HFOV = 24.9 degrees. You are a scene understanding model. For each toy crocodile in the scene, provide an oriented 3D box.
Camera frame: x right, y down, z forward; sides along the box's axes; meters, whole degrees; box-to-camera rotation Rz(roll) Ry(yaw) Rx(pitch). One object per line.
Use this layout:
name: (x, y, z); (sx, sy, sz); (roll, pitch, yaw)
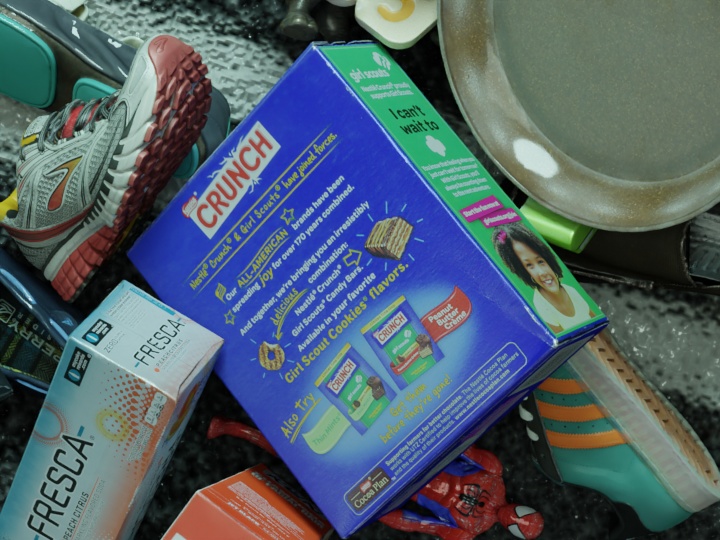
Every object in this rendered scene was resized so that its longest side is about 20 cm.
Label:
toy crocodile: (0.151, -0.085, 0.897); (0.067, 0.062, 0.200); (26, 58, 30)

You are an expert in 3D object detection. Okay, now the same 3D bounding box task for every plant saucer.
plant saucer: (0.124, -0.119, 0.802); (0.200, 0.032, 0.201); (20, 121, 36)

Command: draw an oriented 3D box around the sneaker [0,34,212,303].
sneaker: (-0.149, -0.060, 0.891); (0.082, 0.078, 0.200); (40, 134, -2)

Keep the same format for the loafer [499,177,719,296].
loafer: (0.172, -0.025, 0.918); (0.199, 0.071, 0.073); (7, 89, 5)

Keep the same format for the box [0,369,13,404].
box: (-0.299, 0.048, 0.913); (0.200, 0.046, 0.159); (-33, 87, 37)

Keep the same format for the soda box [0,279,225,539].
soda box: (-0.145, 0.106, 0.895); (0.068, 0.064, 0.200); (30, 124, 4)

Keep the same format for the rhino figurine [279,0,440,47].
rhino figurine: (0.058, -0.159, 0.934); (0.199, 0.060, 0.088); (6, 71, 2)

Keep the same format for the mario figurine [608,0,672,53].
mario figurine: (0.189, -0.188, 0.863); (0.106, 0.123, 0.200); (52, 51, -28)

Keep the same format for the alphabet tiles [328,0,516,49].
alphabet tiles: (0.044, -0.211, 0.918); (0.200, 0.015, 0.196); (40, 67, 16)

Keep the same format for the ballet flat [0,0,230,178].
ballet flat: (-0.162, -0.121, 0.951); (0.200, 0.073, 0.073); (28, 91, 6)

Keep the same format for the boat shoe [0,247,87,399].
boat shoe: (-0.228, 0.010, 0.947); (0.199, 0.069, 0.084); (24, 90, 4)

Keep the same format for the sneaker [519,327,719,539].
sneaker: (0.113, 0.072, 0.909); (0.080, 0.071, 0.200); (-37, 99, 21)

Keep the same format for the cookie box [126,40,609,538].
cookie box: (0.000, 0.007, 0.865); (0.171, 0.075, 0.200); (-45, 76, 26)

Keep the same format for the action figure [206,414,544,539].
action figure: (0.012, 0.110, 0.941); (0.199, 0.052, 0.066); (22, 85, 2)

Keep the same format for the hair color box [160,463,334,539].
hair color box: (-0.076, 0.169, 0.867); (0.064, 0.200, 0.111); (36, 91, 5)
